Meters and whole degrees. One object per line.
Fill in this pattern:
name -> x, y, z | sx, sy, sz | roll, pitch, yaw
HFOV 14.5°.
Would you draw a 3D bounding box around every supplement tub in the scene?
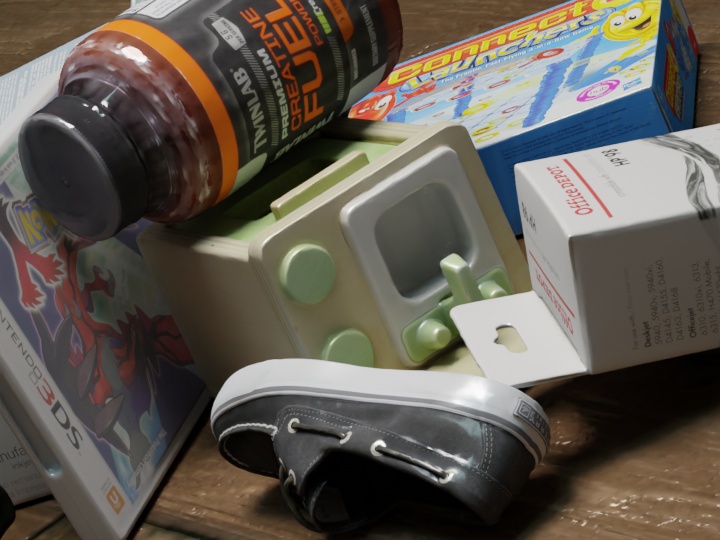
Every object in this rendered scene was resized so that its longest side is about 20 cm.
supplement tub -> -0.077, -0.093, 1.415 | 0.107, 0.107, 0.200 | 0, 31, 49

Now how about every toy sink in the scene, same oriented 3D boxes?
toy sink -> 0.000, 0.000, 1.389 | 0.130, 0.112, 0.200 | -33, 21, -22

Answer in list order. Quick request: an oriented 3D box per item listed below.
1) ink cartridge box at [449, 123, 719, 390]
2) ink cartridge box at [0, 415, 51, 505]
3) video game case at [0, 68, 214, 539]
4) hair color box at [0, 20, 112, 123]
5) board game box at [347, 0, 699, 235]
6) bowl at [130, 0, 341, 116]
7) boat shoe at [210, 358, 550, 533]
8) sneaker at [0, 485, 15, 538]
ink cartridge box -> 0.140, -0.013, 1.257 | 0.199, 0.067, 0.116 | -12, 19, -6
ink cartridge box -> -0.223, 0.025, 1.459 | 0.145, 0.201, 0.085 | -18, 21, 19
video game case -> -0.140, 0.016, 1.410 | 0.023, 0.183, 0.200 | -23, 19, 25
hair color box -> -0.162, -0.068, 1.610 | 0.199, 0.099, 0.061 | -24, 37, 22
board game box -> 0.086, -0.082, 1.580 | 0.199, 0.056, 0.196 | -19, 21, 16
bowl -> -0.070, -0.132, 1.737 | 0.104, 0.202, 0.201 | 0, 25, 10
boat shoe -> -0.002, 0.086, 1.256 | 0.199, 0.070, 0.066 | 1, 55, 43
sneaker -> -0.230, 0.153, 1.333 | 0.080, 0.072, 0.200 | -20, 18, 26
